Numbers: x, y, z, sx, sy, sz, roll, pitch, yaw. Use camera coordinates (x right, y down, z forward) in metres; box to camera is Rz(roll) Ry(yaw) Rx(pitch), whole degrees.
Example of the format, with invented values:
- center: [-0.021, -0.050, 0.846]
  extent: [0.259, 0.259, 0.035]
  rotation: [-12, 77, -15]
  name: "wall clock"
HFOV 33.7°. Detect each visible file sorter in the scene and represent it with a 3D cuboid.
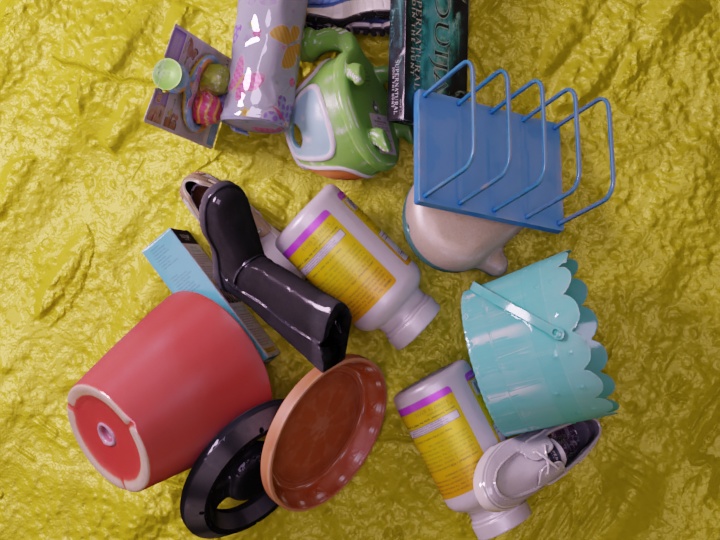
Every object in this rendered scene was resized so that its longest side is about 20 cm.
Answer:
- center: [0.174, -0.142, 1.347]
  extent: [0.198, 0.123, 0.140]
  rotation: [10, 69, -25]
  name: "file sorter"

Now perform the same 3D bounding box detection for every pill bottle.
- center: [0.127, 0.217, 1.427]
  extent: [0.104, 0.104, 0.201]
  rotation: [-28, 86, 6]
  name: "pill bottle"
- center: [0.000, 0.000, 1.431]
  extent: [0.200, 0.104, 0.104]
  rotation: [45, 94, -3]
  name: "pill bottle"

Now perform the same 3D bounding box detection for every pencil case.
- center: [-0.114, -0.262, 1.397]
  extent: [0.090, 0.083, 0.202]
  rotation: [3, 85, 40]
  name: "pencil case"

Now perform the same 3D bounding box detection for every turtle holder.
- center: [-0.030, -0.196, 1.429]
  extent: [0.131, 0.141, 0.186]
  rotation: [-18, 113, 25]
  name: "turtle holder"

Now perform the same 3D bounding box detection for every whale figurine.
- center: [0.144, -0.068, 1.444]
  extent: [0.198, 0.104, 0.161]
  rotation: [-14, 84, -18]
  name: "whale figurine"

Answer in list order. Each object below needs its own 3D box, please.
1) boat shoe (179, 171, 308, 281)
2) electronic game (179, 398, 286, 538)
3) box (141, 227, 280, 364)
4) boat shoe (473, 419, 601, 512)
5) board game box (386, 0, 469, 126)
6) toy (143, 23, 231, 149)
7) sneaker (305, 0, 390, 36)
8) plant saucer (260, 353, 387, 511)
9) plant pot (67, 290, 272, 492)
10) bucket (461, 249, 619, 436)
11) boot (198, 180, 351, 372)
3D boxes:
- center: [-0.149, -0.044, 1.480]
  extent: [0.200, 0.068, 0.075]
  rotation: [39, 93, 5]
  name: "boat shoe"
- center: [-0.131, 0.238, 1.418]
  extent: [0.042, 0.200, 0.201]
  rotation: [38, 94, 33]
  name: "electronic game"
- center: [-0.184, 0.041, 1.477]
  extent: [0.049, 0.082, 0.201]
  rotation: [-38, 85, 6]
  name: "box"
- center: [0.210, 0.218, 1.375]
  extent: [0.068, 0.199, 0.073]
  rotation: [-31, 78, 46]
  name: "boat shoe"
- center: [0.083, -0.272, 1.424]
  extent: [0.028, 0.135, 0.202]
  rotation: [2, 91, 38]
  name: "board game box"
- center: [-0.184, -0.210, 1.416]
  extent: [0.047, 0.200, 0.116]
  rotation: [18, 92, 18]
  name: "toy"
- center: [-0.032, -0.337, 1.474]
  extent: [0.198, 0.079, 0.090]
  rotation: [-1, 68, 11]
  name: "sneaker"
- center: [-0.045, 0.190, 1.412]
  extent: [0.032, 0.200, 0.202]
  rotation: [27, 93, 34]
  name: "plant saucer"
- center: [-0.232, 0.151, 1.392]
  extent: [0.199, 0.177, 0.202]
  rotation: [25, 131, 32]
  name: "plant pot"
- center: [0.206, 0.088, 1.374]
  extent: [0.134, 0.207, 0.209]
  rotation: [-17, 88, 14]
  name: "bucket"
- center: [-0.095, 0.005, 1.353]
  extent: [0.065, 0.166, 0.200]
  rotation: [-34, 50, -24]
  name: "boot"
